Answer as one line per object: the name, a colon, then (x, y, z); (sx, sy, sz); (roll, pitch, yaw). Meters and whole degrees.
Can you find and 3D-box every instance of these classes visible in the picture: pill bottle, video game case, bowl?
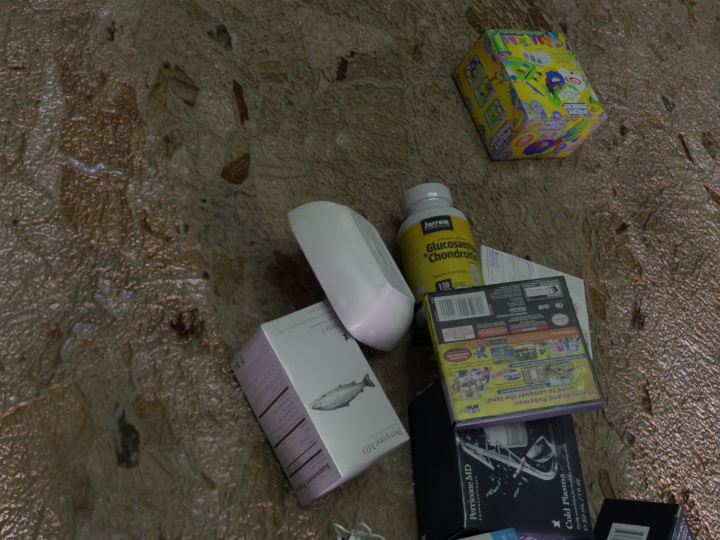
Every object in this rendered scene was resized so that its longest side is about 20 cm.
pill bottle: (0.115, -0.021, 1.275); (0.110, 0.112, 0.204); (3, 60, -28)
video game case: (0.191, 0.102, 1.108); (0.195, 0.026, 0.184); (-6, 61, -10)
bowl: (0.000, 0.000, 1.147); (0.203, 0.074, 0.199); (62, 12, 19)

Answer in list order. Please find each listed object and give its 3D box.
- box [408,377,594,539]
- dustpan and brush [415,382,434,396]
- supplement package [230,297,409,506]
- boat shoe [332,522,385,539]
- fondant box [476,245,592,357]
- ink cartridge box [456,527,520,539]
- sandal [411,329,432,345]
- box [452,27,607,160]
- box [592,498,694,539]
box: (0.177, 0.259, 1.132); (0.192, 0.124, 0.204); (10, 57, -22)
dustpan and brush: (0.173, 0.149, 1.218); (0.195, 0.139, 0.059); (1, 93, -11)
supplement package: (-0.053, 0.159, 1.062); (0.115, 0.117, 0.202); (-20, 72, -39)
boat shoe: (-0.013, 0.334, 1.012); (0.197, 0.075, 0.088); (-4, 59, -21)
fondant box: (0.258, 0.061, 1.343); (0.196, 0.058, 0.147); (17, 54, -19)
ink cartridge box: (0.091, 0.364, 0.974); (0.196, 0.117, 0.067); (0, 41, -33)
sandal: (0.168, 0.097, 1.204); (0.075, 0.196, 0.049); (13, 69, -65)
box: (0.303, -0.316, 1.561); (0.196, 0.122, 0.196); (-6, 64, -33)
box: (0.363, 0.416, 1.093); (0.149, 0.105, 0.203); (-52, 125, -41)
